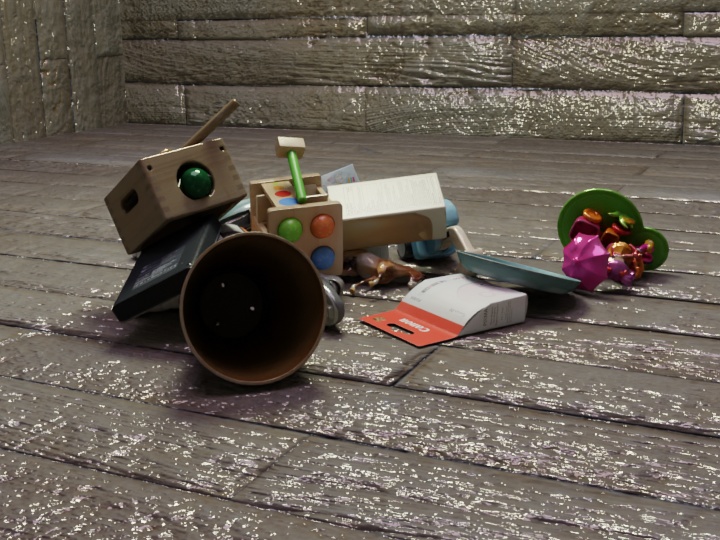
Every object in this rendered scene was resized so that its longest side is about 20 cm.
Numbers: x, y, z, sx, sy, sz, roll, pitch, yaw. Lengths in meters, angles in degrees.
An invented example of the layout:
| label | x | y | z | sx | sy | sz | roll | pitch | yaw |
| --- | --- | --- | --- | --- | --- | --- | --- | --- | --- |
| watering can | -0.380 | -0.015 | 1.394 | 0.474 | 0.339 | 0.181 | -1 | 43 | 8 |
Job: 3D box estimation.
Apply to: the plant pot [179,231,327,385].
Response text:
| label | x | y | z | sx | sy | sz | roll | pitch | yaw |
| --- | --- | --- | --- | --- | --- | --- | --- | --- | --- |
| plant pot | -0.155 | 0.047 | 1.349 | 0.184 | 0.189 | 0.200 | -5 | 1 | -15 |

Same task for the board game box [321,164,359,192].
| label | x | y | z | sx | sy | sz | roll | pitch | yaw |
| --- | --- | --- | --- | --- | --- | --- | --- | --- | --- |
| board game box | -0.096 | -0.129 | 1.977 | 0.197 | 0.044 | 0.200 | -21 | -9 | -2 |

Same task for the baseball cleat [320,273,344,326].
| label | x | y | z | sx | sy | sz | roll | pitch | yaw |
| --- | --- | --- | --- | --- | --- | --- | --- | --- | --- |
| baseball cleat | -0.056 | 0.034 | 1.561 | 0.105 | 0.071 | 0.199 | -10 | 18 | -29 |

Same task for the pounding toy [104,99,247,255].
| label | x | y | z | sx | sy | sz | roll | pitch | yaw |
| --- | --- | --- | --- | --- | --- | --- | --- | --- | --- |
| pounding toy | -0.278 | -0.145 | 1.596 | 0.183 | 0.143 | 0.199 | -22 | -6 | -38 |

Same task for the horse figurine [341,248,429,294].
| label | x | y | z | sx | sy | sz | roll | pitch | yaw |
| --- | --- | --- | --- | --- | --- | --- | --- | --- | --- |
| horse figurine | 0.000 | 0.000 | 1.729 | 0.198 | 0.051 | 0.132 | 13 | 26 | 37 |

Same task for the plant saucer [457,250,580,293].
| label | x | y | z | sx | sy | sz | roll | pitch | yaw |
| --- | --- | --- | --- | --- | --- | --- | --- | --- | --- |
| plant saucer | 0.246 | 0.005 | 1.610 | 0.198 | 0.028 | 0.200 | 14 | 4 | -1 |

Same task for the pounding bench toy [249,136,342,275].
| label | x | y | z | sx | sy | sz | roll | pitch | yaw |
| --- | --- | --- | --- | --- | --- | --- | --- | --- | --- |
| pounding bench toy | -0.104 | -0.102 | 1.659 | 0.123 | 0.202 | 0.156 | -7 | 26 | -16 |

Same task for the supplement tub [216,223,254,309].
| label | x | y | z | sx | sy | sz | roll | pitch | yaw |
| --- | --- | --- | --- | --- | --- | --- | --- | --- | --- |
| supplement tub | -0.206 | -0.005 | 1.615 | 0.121 | 0.124 | 0.200 | -6 | 14 | -17 |

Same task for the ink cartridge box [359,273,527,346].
| label | x | y | z | sx | sy | sz | roll | pitch | yaw |
| --- | --- | --- | --- | --- | --- | --- | --- | --- | --- |
| ink cartridge box | 0.122 | 0.054 | 1.516 | 0.198 | 0.058 | 0.162 | -5 | 14 | -33 |

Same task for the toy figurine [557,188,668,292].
| label | x | y | z | sx | sy | sz | roll | pitch | yaw |
| --- | --- | --- | --- | --- | --- | --- | --- | --- | --- |
| toy figurine | 0.410 | -0.021 | 1.699 | 0.198 | 0.151 | 0.184 | 26 | 34 | 7 |

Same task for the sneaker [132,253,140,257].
| label | x | y | z | sx | sy | sz | roll | pitch | yaw |
| --- | --- | --- | --- | --- | --- | --- | --- | --- | --- |
| sneaker | -0.348 | -0.062 | 1.912 | 0.198 | 0.092 | 0.078 | 6 | 14 | 22 |

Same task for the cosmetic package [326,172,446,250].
| label | x | y | z | sx | sy | sz | roll | pitch | yaw |
| --- | --- | --- | --- | --- | --- | --- | --- | --- | --- |
| cosmetic package | 0.044 | -0.101 | 1.766 | 0.197 | 0.072 | 0.106 | -6 | 42 | -1 |

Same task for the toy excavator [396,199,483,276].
| label | x | y | z | sx | sy | sz | roll | pitch | yaw |
| --- | --- | --- | --- | --- | --- | --- | --- | --- | --- |
| toy excavator | 0.145 | -0.067 | 1.839 | 0.099 | 0.197 | 0.200 | -6 | -13 | -21 |

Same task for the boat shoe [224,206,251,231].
| label | x | y | z | sx | sy | sz | roll | pitch | yaw |
| --- | --- | --- | --- | --- | --- | --- | --- | --- | --- |
| boat shoe | -0.160 | -0.096 | 1.773 | 0.198 | 0.061 | 0.074 | -14 | 33 | -2 |

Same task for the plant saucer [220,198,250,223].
| label | x | y | z | sx | sy | sz | roll | pitch | yaw |
| --- | --- | --- | --- | --- | --- | --- | --- | --- | --- |
| plant saucer | -0.242 | -0.104 | 2.012 | 0.198 | 0.028 | 0.200 | -22 | -7 | -3 |

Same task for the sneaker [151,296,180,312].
| label | x | y | z | sx | sy | sz | roll | pitch | yaw |
| --- | --- | --- | --- | --- | --- | --- | --- | --- | --- |
| sneaker | -0.312 | 0.023 | 1.651 | 0.086 | 0.075 | 0.200 | 6 | 23 | -2 |

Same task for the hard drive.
| label | x | y | z | sx | sy | sz | roll | pitch | yaw |
| --- | --- | --- | --- | --- | --- | --- | --- | --- | --- |
| hard drive | -0.283 | -0.008 | 1.511 | 0.138 | 0.033 | 0.201 | -26 | 22 | 13 |

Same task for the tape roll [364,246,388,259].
| label | x | y | z | sx | sy | sz | roll | pitch | yaw |
| --- | --- | --- | --- | --- | --- | --- | --- | --- | --- |
| tape roll | -0.047 | -0.052 | 1.888 | 0.200 | 0.072 | 0.203 | -1 | 14 | 0 |
